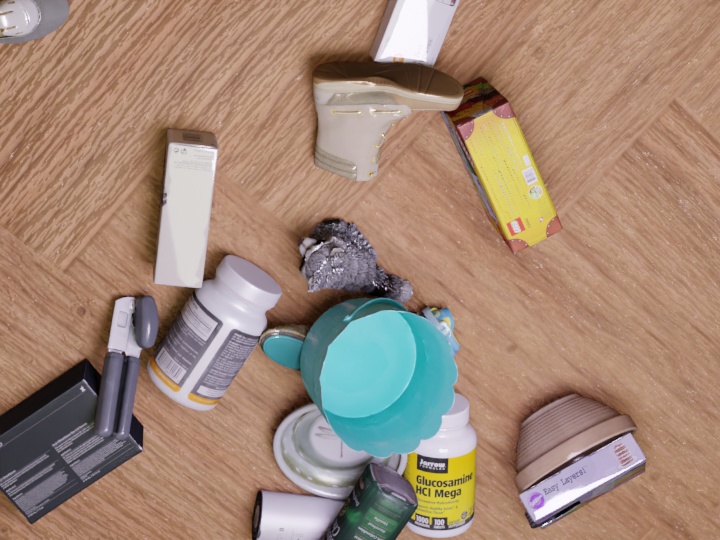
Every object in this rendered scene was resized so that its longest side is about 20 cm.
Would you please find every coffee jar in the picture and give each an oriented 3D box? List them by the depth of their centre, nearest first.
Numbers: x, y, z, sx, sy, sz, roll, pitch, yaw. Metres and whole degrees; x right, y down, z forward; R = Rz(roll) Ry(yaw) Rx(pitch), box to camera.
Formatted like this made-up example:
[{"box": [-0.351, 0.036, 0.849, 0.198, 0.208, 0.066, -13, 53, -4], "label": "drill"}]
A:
[{"box": [-0.002, 0.385, 1.824, 0.085, 0.104, 0.200, 29, 100, -13], "label": "coffee jar"}]

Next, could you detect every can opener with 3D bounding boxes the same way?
[{"box": [-0.322, 0.132, 1.743, 0.053, 0.067, 0.201, 17, 72, -38], "label": "can opener"}]

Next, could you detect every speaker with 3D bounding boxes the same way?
[{"box": [-0.060, 0.384, 1.910, 0.199, 0.081, 0.082, 8, 109, -12], "label": "speaker"}]

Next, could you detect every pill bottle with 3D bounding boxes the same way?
[{"box": [-0.201, 0.086, 1.756, 0.116, 0.116, 0.200, 31, 103, -18], "label": "pill bottle"}, {"box": [0.117, 0.287, 1.884, 0.112, 0.113, 0.201, -3, 111, -8], "label": "pill bottle"}]

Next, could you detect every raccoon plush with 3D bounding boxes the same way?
[{"box": [0.000, 0.000, 1.744, 0.199, 0.134, 0.097, 17, 106, -14], "label": "raccoon plush"}]

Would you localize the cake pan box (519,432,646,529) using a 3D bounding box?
[{"box": [0.334, 0.321, 1.902, 0.199, 0.184, 0.052, -30, 69, 2], "label": "cake pan box"}]

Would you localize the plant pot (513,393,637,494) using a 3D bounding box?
[{"box": [0.306, 0.248, 1.888, 0.200, 0.201, 0.093, -28, 72, 2], "label": "plant pot"}]

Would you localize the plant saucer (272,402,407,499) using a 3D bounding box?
[{"box": [-0.028, 0.254, 1.865, 0.199, 0.050, 0.201, 3, 127, 4], "label": "plant saucer"}]

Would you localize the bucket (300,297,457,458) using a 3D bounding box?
[{"box": [0.020, 0.136, 1.706, 0.206, 0.135, 0.208, -4, 103, -18], "label": "bucket"}]

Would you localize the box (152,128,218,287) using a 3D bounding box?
[{"box": [-0.238, -0.084, 1.705, 0.068, 0.082, 0.201, 6, 108, -12], "label": "box"}]

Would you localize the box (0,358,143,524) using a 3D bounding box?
[{"box": [-0.431, 0.243, 1.800, 0.200, 0.079, 0.141, -33, 114, 5], "label": "box"}]

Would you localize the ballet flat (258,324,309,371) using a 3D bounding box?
[{"box": [-0.070, 0.114, 1.797, 0.200, 0.071, 0.071, 30, 104, -36], "label": "ballet flat"}]

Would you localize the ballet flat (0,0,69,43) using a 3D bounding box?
[{"box": [-0.468, -0.314, 1.590, 0.199, 0.064, 0.068, -7, 112, -7], "label": "ballet flat"}]

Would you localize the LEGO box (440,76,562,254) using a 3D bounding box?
[{"box": [0.187, -0.145, 1.713, 0.077, 0.149, 0.201, -26, 112, 2], "label": "LEGO box"}]

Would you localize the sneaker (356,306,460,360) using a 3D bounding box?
[{"box": [0.058, 0.087, 1.820, 0.200, 0.080, 0.131, 30, 105, -28], "label": "sneaker"}]

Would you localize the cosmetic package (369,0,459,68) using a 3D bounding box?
[{"box": [0.086, -0.362, 1.667, 0.082, 0.051, 0.201, 17, 108, -13], "label": "cosmetic package"}]

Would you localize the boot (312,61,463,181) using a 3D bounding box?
[{"box": [0.034, -0.194, 1.685, 0.199, 0.073, 0.156, 4, 127, 2], "label": "boot"}]
